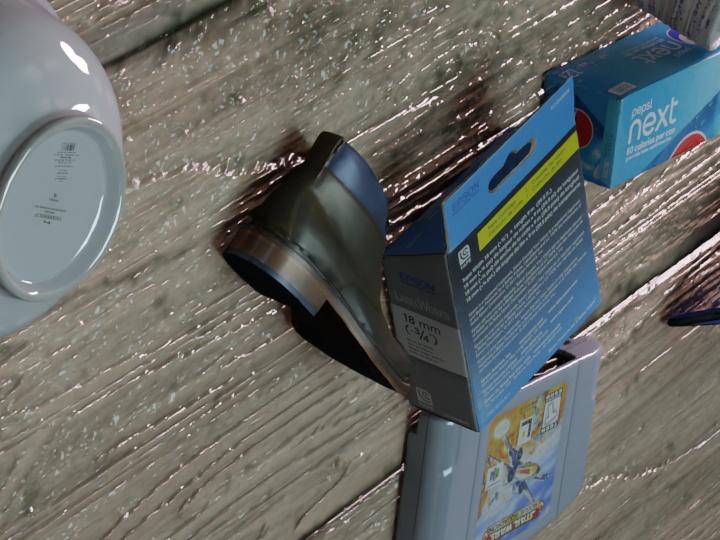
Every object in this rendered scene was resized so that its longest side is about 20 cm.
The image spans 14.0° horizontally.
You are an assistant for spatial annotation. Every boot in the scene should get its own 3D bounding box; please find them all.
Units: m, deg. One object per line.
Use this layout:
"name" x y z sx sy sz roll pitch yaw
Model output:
"boot" 0.000 0.000 1.771 0.097 0.075 0.200 -58 145 -11

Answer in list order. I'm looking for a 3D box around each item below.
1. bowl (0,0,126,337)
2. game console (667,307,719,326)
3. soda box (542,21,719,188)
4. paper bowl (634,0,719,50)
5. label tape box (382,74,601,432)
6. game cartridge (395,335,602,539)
"bowl" -0.180 -0.043 1.462 0.201 0.090 0.202 -34 135 -42
"game console" 0.359 0.066 2.222 0.118 0.171 0.200 -46 157 26
"soda box" 0.204 -0.121 2.014 0.200 0.064 0.068 -25 128 -47
"paper bowl" 0.276 -0.236 1.953 0.201 0.104 0.201 -56 171 -14
"label tape box" 0.083 -0.018 1.892 0.144 0.063 0.201 -45 141 -32
"game cartridge" 0.098 0.132 2.032 0.200 0.041 0.134 -23 122 -49
